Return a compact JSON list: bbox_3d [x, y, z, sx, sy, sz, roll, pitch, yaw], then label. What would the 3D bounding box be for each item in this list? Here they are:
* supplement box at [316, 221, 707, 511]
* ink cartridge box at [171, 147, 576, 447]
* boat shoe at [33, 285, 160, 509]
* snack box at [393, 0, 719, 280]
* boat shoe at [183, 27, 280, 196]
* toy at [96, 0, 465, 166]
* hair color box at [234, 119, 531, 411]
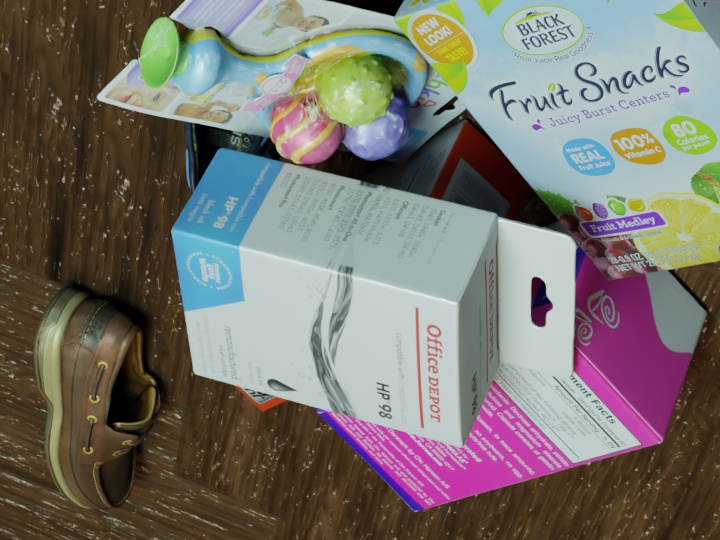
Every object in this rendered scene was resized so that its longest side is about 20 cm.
[{"bbox_3d":[0.086,0.054,1.327,0.199,0.102,0.103,-20,123,42],"label":"supplement box"},{"bbox_3d":[0.008,0.019,1.194,0.198,0.067,0.116,14,139,17],"label":"ink cartridge box"},{"bbox_3d":[-0.172,0.098,1.546,0.067,0.072,0.201,15,139,16],"label":"boat shoe"},{"bbox_3d":[0.141,-0.093,1.143,0.168,0.068,0.200,-12,128,47],"label":"snack box"},{"bbox_3d":[-0.060,-0.107,1.247,0.083,0.069,0.201,15,139,13],"label":"boat shoe"},{"bbox_3d":[-0.022,-0.087,1.183,0.199,0.048,0.115,12,144,-34],"label":"toy"},{"bbox_3d":[0.000,0.000,1.313,0.061,0.102,0.199,42,140,-20],"label":"hair color box"}]
